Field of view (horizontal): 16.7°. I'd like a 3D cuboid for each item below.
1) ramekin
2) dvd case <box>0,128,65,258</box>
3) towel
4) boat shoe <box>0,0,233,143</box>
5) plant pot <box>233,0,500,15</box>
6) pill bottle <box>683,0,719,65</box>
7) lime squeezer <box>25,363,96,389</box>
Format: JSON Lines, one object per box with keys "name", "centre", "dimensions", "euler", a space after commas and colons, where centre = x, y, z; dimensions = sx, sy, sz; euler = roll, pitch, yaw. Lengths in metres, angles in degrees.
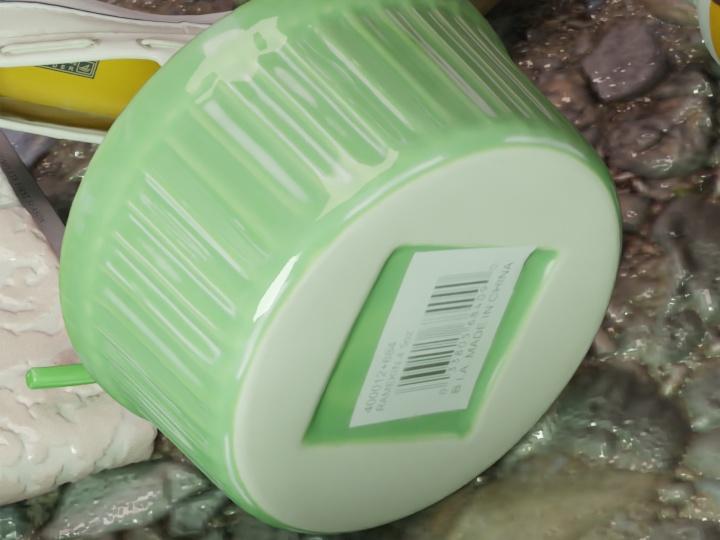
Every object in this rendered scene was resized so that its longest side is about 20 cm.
{"name": "ramekin", "centre": [0.000, 0.000, 0.892], "dimensions": [0.200, 0.200, 0.098], "euler": [-30, 50, -20]}
{"name": "dvd case", "centre": [-0.235, -0.014, 1.062], "dimensions": [0.200, 0.025, 0.150], "euler": [-13, 38, -23]}
{"name": "towel", "centre": [-0.207, 0.026, 0.972], "dimensions": [0.200, 0.032, 0.191], "euler": [-16, 55, -24]}
{"name": "boat shoe", "centre": [-0.080, -0.075, 1.061], "dimensions": [0.200, 0.071, 0.070], "euler": [10, 37, -15]}
{"name": "plant pot", "centre": [0.021, -0.189, 1.138], "dimensions": [0.187, 0.187, 0.200], "euler": [12, 59, 27]}
{"name": "pill bottle", "centre": [0.216, -0.105, 1.020], "dimensions": [0.109, 0.109, 0.200], "euler": [-28, 42, -18]}
{"name": "lime squeezer", "centre": [-0.048, 0.004, 0.994], "dimensions": [0.038, 0.071, 0.200], "euler": [-14, 27, 50]}
